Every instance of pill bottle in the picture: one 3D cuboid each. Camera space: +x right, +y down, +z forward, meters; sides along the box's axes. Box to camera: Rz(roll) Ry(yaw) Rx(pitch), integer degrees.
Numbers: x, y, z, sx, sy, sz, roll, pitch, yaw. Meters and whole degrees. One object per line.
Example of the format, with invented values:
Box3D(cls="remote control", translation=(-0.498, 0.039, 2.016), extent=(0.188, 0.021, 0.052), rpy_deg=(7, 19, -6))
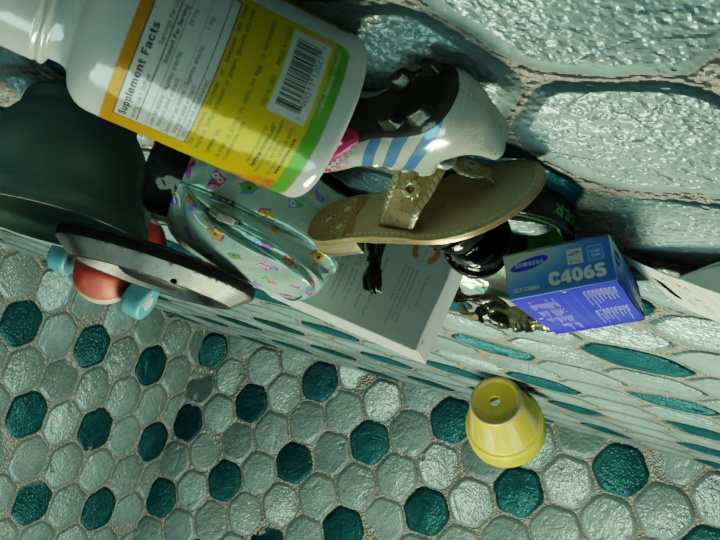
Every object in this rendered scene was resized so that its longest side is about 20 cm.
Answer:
Box3D(cls="pill bottle", translation=(-0.106, -0.132, 0.473), extent=(0.199, 0.112, 0.111), rpy_deg=(22, 168, -19))

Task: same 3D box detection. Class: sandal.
Box3D(cls="sandal", translation=(0.033, -0.065, 0.618), extent=(0.211, 0.078, 0.070), rpy_deg=(-12, 133, 33))

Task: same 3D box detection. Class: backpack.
Box3D(cls="backpack", translation=(-0.105, -0.061, 0.746), extent=(0.199, 0.127, 0.167), rpy_deg=(28, 170, -12))

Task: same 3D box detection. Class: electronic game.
Box3D(cls="electronic game", translation=(-0.200, -0.005, 0.773), extent=(0.199, 0.042, 0.200), rpy_deg=(17, 170, 3))

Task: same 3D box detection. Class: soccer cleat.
Box3D(cls="soccer cleat", translation=(0.017, -0.093, 0.563), extent=(0.086, 0.070, 0.199), rpy_deg=(29, 164, -36))

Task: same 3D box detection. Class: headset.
Box3D(cls="headset", translation=(0.093, -0.025, 0.715), extent=(0.199, 0.095, 0.123), rpy_deg=(-2, 159, 30))

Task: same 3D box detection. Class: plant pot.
Box3D(cls="plant pot", translation=(-0.306, -0.108, 0.815), extent=(0.199, 0.135, 0.200), rpy_deg=(10, 167, 2))
Box3D(cls="plant pot", translation=(0.349, 0.361, 1.941), extent=(0.200, 0.201, 0.189), rpy_deg=(12, 151, 28))

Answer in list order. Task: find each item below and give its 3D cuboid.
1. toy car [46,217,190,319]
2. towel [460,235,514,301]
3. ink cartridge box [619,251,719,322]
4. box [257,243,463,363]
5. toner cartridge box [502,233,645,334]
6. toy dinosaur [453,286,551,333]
Box3D(cls="toy car", translation=(-0.385, -0.060, 1.247), extent=(0.184, 0.177, 0.200), rpy_deg=(30, 142, 10))
Box3D(cls="towel", translation=(0.161, 0.000, 0.887), extent=(0.148, 0.031, 0.200), rpy_deg=(15, 168, 11))
Box3D(cls="ink cartridge box", translation=(0.359, 0.025, 0.718), extent=(0.162, 0.050, 0.200), rpy_deg=(28, -177, -43))
Box3D(cls="box", translation=(0.000, 0.000, 0.845), extent=(0.199, 0.125, 0.098), rpy_deg=(23, 170, 16))
Box3D(cls="toner cartridge box", translation=(0.210, 0.019, 0.749), extent=(0.094, 0.043, 0.200), rpy_deg=(-13, 162, 22))
Box3D(cls="toy dinosaur", translation=(0.159, 0.048, 0.948), extent=(0.088, 0.048, 0.200), rpy_deg=(21, 172, -35))
